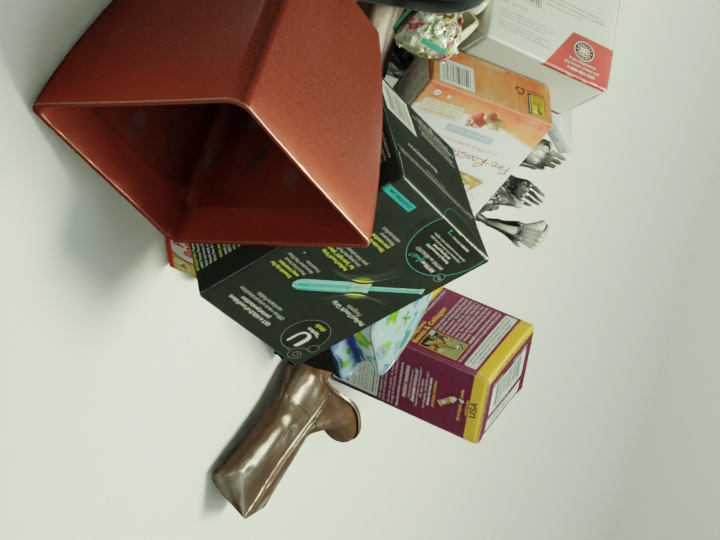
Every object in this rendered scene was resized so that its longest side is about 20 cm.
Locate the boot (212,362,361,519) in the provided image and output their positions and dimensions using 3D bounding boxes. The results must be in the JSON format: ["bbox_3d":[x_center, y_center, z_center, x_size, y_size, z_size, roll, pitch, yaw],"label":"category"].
[{"bbox_3d":[-0.082,0.206,1.970,0.201,0.064,0.187,-61,146,-26],"label":"boot"}]

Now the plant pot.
[{"bbox_3d":[-0.093,-0.145,1.362,0.200,0.199,0.177,47,53,-47],"label":"plant pot"}]

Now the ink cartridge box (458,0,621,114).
[{"bbox_3d":[0.172,-0.274,1.713,0.083,0.146,0.201,-25,-131,58],"label":"ink cartridge box"}]

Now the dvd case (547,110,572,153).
[{"bbox_3d":[0.204,-0.212,1.865,0.200,0.017,0.144,30,61,-75],"label":"dvd case"}]

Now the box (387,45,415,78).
[{"bbox_3d":[0.059,-0.305,1.790,0.201,0.050,0.158,-65,159,-4],"label":"box"}]

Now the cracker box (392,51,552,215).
[{"bbox_3d":[0.076,-0.118,1.710,0.200,0.133,0.058,-50,-150,45],"label":"cracker box"}]

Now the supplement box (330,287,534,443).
[{"bbox_3d":[0.082,0.096,2.072,0.131,0.199,0.104,-43,150,-47],"label":"supplement box"}]

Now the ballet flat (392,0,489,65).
[{"bbox_3d":[0.082,-0.244,1.607,0.076,0.064,0.200,-47,-170,41],"label":"ballet flat"}]

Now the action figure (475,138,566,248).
[{"bbox_3d":[0.166,-0.093,1.916,0.200,0.102,0.119,-41,148,-67],"label":"action figure"}]

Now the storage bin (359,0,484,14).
[{"bbox_3d":[0.021,-0.314,1.529,0.146,0.199,0.135,-47,141,-43],"label":"storage bin"}]

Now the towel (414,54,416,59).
[{"bbox_3d":[0.089,-0.240,1.808,0.147,0.024,0.201,-52,158,-42],"label":"towel"}]

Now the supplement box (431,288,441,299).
[{"bbox_3d":[0.058,-0.081,1.957,0.086,0.110,0.201,-43,149,-50],"label":"supplement box"}]

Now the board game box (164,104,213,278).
[{"bbox_3d":[-0.119,-0.110,1.572,0.152,0.046,0.201,-52,155,-35],"label":"board game box"}]

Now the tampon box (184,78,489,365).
[{"bbox_3d":[-0.025,-0.042,1.480,0.199,0.127,0.150,-29,141,18],"label":"tampon box"}]

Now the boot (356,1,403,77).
[{"bbox_3d":[-0.005,-0.191,1.604,0.186,0.064,0.201,-45,155,-82],"label":"boot"}]

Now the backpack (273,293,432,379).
[{"bbox_3d":[0.000,0.000,1.847,0.183,0.146,0.201,73,40,-65],"label":"backpack"}]
